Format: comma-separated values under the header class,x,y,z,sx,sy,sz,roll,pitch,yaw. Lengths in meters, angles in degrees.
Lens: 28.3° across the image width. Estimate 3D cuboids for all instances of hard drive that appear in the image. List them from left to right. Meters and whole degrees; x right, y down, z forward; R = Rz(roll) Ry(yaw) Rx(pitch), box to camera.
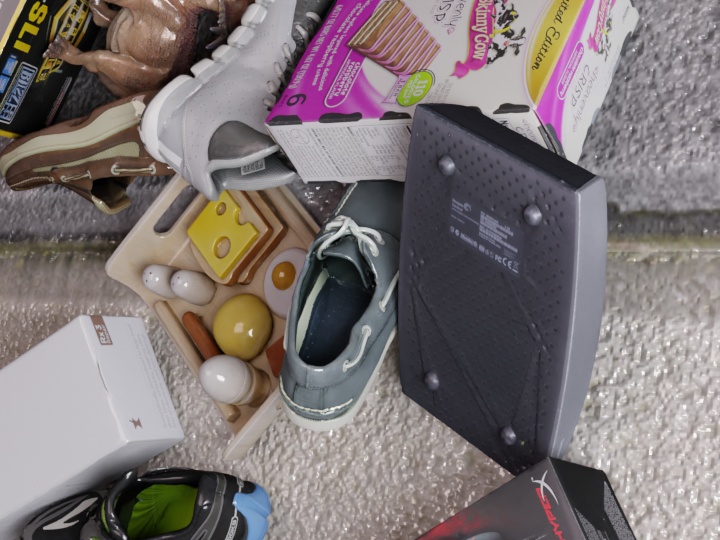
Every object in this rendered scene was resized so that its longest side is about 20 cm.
class,x,y,z,sx,sy,sz,roll,pitch,yaw
hard drive,0.078,0.013,0.805,0.135,0.042,0.201,34,135,39

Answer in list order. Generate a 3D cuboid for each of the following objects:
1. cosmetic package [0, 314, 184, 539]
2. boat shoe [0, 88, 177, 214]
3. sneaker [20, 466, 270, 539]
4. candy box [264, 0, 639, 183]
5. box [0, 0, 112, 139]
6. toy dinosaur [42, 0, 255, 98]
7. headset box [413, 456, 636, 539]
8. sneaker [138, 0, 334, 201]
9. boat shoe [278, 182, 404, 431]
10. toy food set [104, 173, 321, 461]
class,x,y,z,sx,sy,sz,roll,pitch,yaw
cosmetic package,-0.231,0.120,1.039,0.199,0.074,0.102,-30,73,25
boat shoe,-0.204,-0.078,1.088,0.202,0.074,0.075,-14,91,44
sneaker,-0.155,0.164,0.965,0.199,0.083,0.071,-14,54,31
candy box,0.054,-0.123,0.882,0.199,0.061,0.137,1,52,36
box,-0.246,-0.201,1.100,0.049,0.160,0.201,27,93,9
toy dinosaur,-0.149,-0.171,1.075,0.200,0.135,0.086,-44,15,45
headset box,0.070,0.218,0.790,0.200,0.075,0.149,-35,59,23
sneaker,-0.047,-0.123,0.973,0.200,0.075,0.115,-45,60,0
boat shoe,0.000,0.000,0.877,0.072,0.062,0.201,13,58,13
toy food set,-0.091,0.012,0.982,0.144,0.060,0.200,-50,54,15
